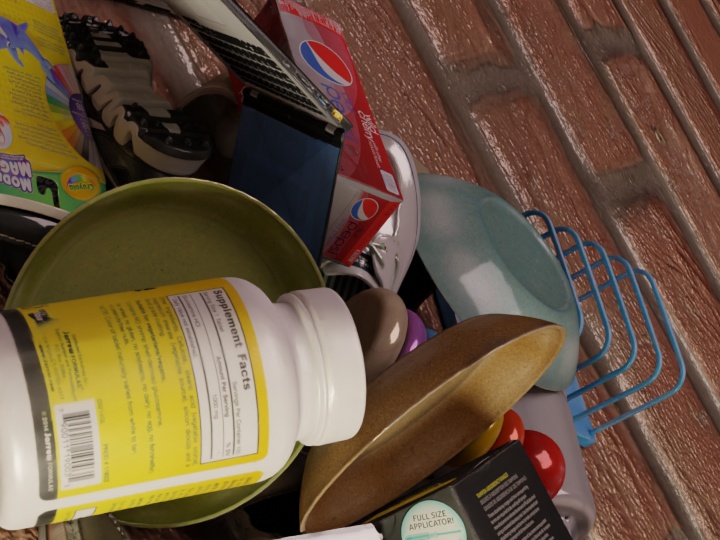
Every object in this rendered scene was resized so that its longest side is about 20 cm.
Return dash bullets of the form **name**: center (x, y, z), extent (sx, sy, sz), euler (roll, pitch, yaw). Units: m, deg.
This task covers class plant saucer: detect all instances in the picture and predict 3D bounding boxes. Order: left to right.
- **plant saucer**: center (-0.112, 0.046, 1.010), extent (0.200, 0.200, 0.031), euler (48, -12, -22)
- **plant saucer**: center (0.035, 0.085, 1.060), extent (0.035, 0.200, 0.200), euler (51, 24, 17)
- **plant saucer**: center (0.112, -0.003, 1.338), extent (0.201, 0.039, 0.201), euler (42, 24, -24)

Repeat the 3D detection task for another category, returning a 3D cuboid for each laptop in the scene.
- **laptop**: center (-0.093, -0.084, 1.114), extent (0.200, 0.116, 0.187), euler (45, -6, -26)

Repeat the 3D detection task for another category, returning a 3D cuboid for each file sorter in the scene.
- **file sorter**: center (0.176, 0.050, 1.533), extent (0.200, 0.122, 0.139), euler (24, 44, -50)

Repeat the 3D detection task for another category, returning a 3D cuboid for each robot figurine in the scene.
- **robot figurine**: center (0.110, 0.144, 1.330), extent (0.170, 0.112, 0.201), euler (81, -1, -55)

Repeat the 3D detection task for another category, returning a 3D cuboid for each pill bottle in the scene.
- **pill bottle**: center (-0.104, 0.065, 0.938), extent (0.199, 0.113, 0.113), euler (-8, 65, -22)

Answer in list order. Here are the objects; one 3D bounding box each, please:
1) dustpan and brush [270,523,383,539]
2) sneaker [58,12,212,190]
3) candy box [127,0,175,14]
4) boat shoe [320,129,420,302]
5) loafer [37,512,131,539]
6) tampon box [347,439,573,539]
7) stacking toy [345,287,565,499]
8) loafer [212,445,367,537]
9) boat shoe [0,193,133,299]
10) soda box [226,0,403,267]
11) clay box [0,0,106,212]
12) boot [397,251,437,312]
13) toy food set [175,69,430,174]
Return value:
- **dustpan and brush**: center (-0.032, 0.259, 1.018), extent (0.139, 0.057, 0.201), euler (-5, 69, -28)
- **sneaker**: center (-0.164, -0.095, 1.152), extent (0.066, 0.091, 0.200), euler (4, 32, -36)
- **candy box**: center (-0.177, -0.271, 1.309), extent (0.200, 0.061, 0.137), euler (5, 58, -59)
- **boat shoe**: center (0.000, 0.000, 1.224), extent (0.067, 0.073, 0.201), euler (68, 31, -88)
- **loafer**: center (-0.107, 0.206, 0.943), extent (0.072, 0.063, 0.201), euler (-1, 64, -60)
- **tampon box**: center (0.067, 0.237, 1.120), extent (0.201, 0.150, 0.126), euler (62, 26, 5)
- **stacking toy**: center (0.062, 0.095, 1.191), extent (0.200, 0.085, 0.086), euler (36, 34, -27)
- **loafer**: center (-0.046, 0.138, 1.127), extent (0.199, 0.073, 0.072), euler (14, 62, -48)
- **boat shoe**: center (-0.166, 0.010, 1.037), extent (0.199, 0.074, 0.066), euler (25, 71, -38)
- **soda box**: center (-0.035, -0.099, 1.213), extent (0.063, 0.070, 0.201), euler (19, 35, -32)
- **clay box**: center (-0.225, -0.116, 1.082), extent (0.115, 0.047, 0.201), euler (16, 51, -55)
- **boot**: center (0.010, -0.008, 1.354), extent (0.097, 0.074, 0.200), euler (52, 29, -21)
- **toy food set**: center (-0.036, -0.083, 1.337), extent (0.200, 0.060, 0.144), euler (41, 24, 0)
